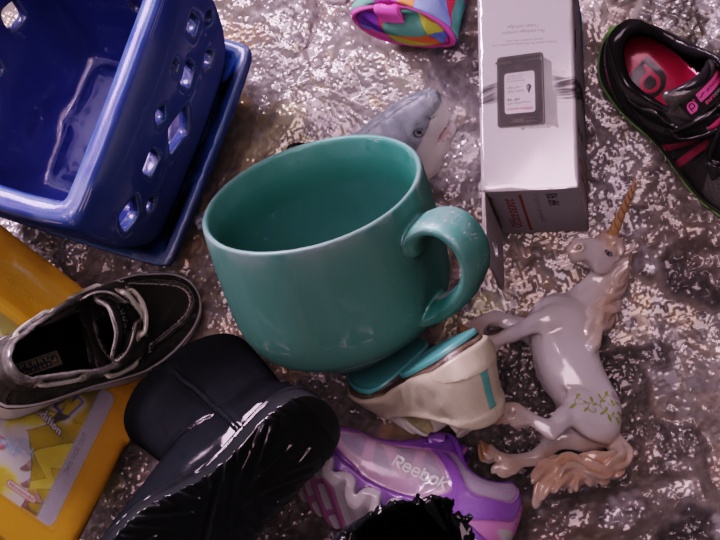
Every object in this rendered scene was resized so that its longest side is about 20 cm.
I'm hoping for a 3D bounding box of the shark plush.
[{"bbox_3d":[-0.024,-0.076,1.294,0.198,0.083,0.092,-8,59,21],"label":"shark plush"}]

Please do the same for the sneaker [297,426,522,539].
[{"bbox_3d":[0.028,0.142,1.238,0.199,0.081,0.089,29,63,26],"label":"sneaker"}]

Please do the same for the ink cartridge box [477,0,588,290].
[{"bbox_3d":[0.120,-0.096,1.251,0.066,0.116,0.202,-3,77,10],"label":"ink cartridge box"}]

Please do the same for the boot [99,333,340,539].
[{"bbox_3d":[-0.120,0.132,1.202,0.200,0.168,0.077,-43,116,-13],"label":"boot"}]

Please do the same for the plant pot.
[{"bbox_3d":[-0.198,-0.117,1.278,0.199,0.180,0.201,16,80,26],"label":"plant pot"}]

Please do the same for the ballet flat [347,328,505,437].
[{"bbox_3d":[0.045,0.081,1.201,0.069,0.200,0.070,1,86,-16],"label":"ballet flat"}]

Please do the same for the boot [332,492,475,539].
[{"bbox_3d":[-0.030,0.207,1.115,0.197,0.163,0.074,-10,65,-30],"label":"boot"}]

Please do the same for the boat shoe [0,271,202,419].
[{"bbox_3d":[-0.173,0.045,1.247,0.064,0.199,0.071,-33,86,44],"label":"boat shoe"}]

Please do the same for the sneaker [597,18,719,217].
[{"bbox_3d":[0.236,-0.098,1.243,0.200,0.084,0.077,40,88,18],"label":"sneaker"}]

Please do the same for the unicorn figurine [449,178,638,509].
[{"bbox_3d":[0.133,0.054,1.232,0.136,0.074,0.202,-9,81,-13],"label":"unicorn figurine"}]

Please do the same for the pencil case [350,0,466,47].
[{"bbox_3d":[0.051,-0.263,1.322,0.088,0.088,0.202,9,80,14],"label":"pencil case"}]

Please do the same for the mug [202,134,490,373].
[{"bbox_3d":[-0.011,0.002,1.196,0.151,0.115,0.185,-24,30,-13],"label":"mug"}]

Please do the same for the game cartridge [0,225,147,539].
[{"bbox_3d":[-0.235,0.084,1.237,0.176,0.032,0.201,38,50,-18],"label":"game cartridge"}]
